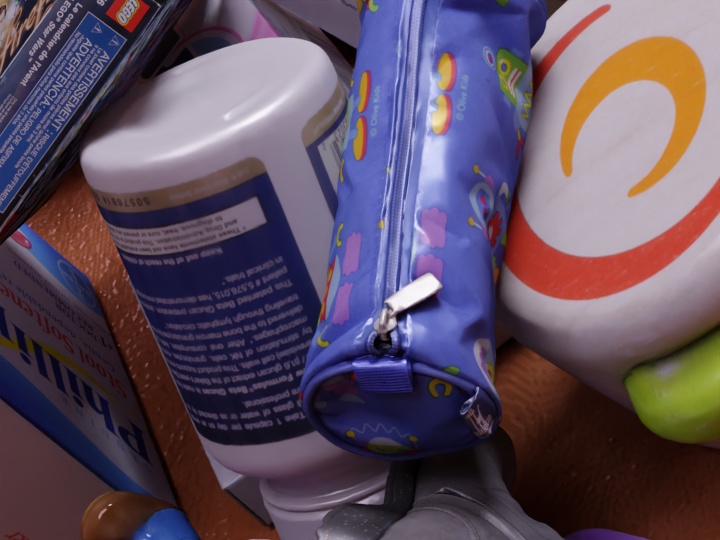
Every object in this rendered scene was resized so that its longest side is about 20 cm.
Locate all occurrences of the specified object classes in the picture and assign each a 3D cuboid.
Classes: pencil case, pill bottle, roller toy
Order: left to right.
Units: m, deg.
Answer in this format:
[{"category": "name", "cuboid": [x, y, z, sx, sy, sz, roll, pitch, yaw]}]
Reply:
[{"category": "pill bottle", "cuboid": [-0.031, 0.015, 1.239, 0.111, 0.201, 0.111, -19, 22, 8]}, {"category": "pencil case", "cuboid": [0.025, -0.027, 1.155, 0.078, 0.087, 0.201, 3, 64, 10]}, {"category": "roller toy", "cuboid": [0.149, -0.029, 1.205, 0.182, 0.140, 0.201, 25, 86, 51]}]

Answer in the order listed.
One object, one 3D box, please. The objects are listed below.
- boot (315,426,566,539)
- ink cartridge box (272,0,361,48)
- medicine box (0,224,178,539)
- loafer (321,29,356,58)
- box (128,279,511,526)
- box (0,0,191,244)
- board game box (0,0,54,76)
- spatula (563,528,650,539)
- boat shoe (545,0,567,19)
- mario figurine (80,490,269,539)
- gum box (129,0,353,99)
[{"category": "boot", "cuboid": [0.067, 0.113, 1.150, 0.131, 0.070, 0.200, 8, 18, 15]}, {"category": "ink cartridge box", "cuboid": [0.036, -0.195, 1.312, 0.145, 0.088, 0.200, 31, 76, 37]}, {"category": "medicine box", "cuboid": [-0.192, 0.048, 1.385, 0.103, 0.182, 0.200, -38, 43, 10]}, {"category": "loafer", "cuboid": [-0.040, -0.154, 1.503, 0.199, 0.076, 0.068, 18, 69, 35]}, {"category": "box", "cuboid": [0.000, 0.000, 1.376, 0.200, 0.041, 0.156, -37, 43, 9]}, {"category": "box", "cuboid": [-0.126, -0.079, 1.286, 0.137, 0.040, 0.200, -53, 3, 11]}, {"category": "board game box", "cuboid": [-0.180, -0.122, 1.554, 0.200, 0.034, 0.136, -46, 35, 39]}, {"category": "spatula", "cuboid": [0.048, 0.172, 1.164, 0.056, 0.021, 0.200, 12, 44, 40]}, {"category": "boat shoe", "cuboid": [0.094, -0.170, 1.403, 0.066, 0.074, 0.200, -6, 54, 38]}, {"category": "mario figurine", "cuboid": [-0.063, 0.160, 1.198, 0.106, 0.124, 0.200, -42, 37, -15]}, {"category": "gum box", "cuboid": [-0.056, -0.059, 1.370, 0.114, 0.066, 0.200, -52, 40, 13]}]
